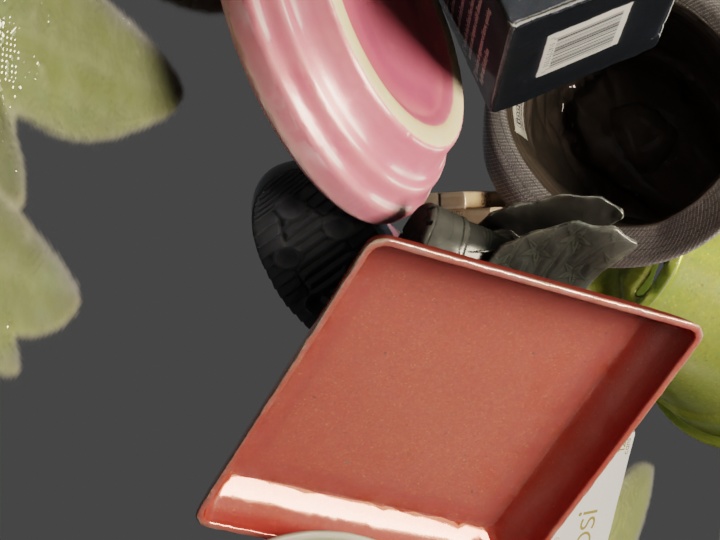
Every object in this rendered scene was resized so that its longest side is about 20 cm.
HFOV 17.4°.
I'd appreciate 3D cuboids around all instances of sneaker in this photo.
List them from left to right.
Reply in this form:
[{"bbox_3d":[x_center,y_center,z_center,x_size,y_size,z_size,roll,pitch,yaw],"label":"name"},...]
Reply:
[{"bbox_3d":[0.000,0.000,1.291,0.200,0.070,0.082,54,18,-37],"label":"sneaker"},{"bbox_3d":[0.053,0.037,1.236,0.060,0.104,0.200,-99,-147,-58],"label":"sneaker"}]

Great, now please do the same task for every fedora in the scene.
[{"bbox_3d":[0.169,-0.079,1.390,0.177,0.200,0.090,-49,150,1],"label":"fedora"}]

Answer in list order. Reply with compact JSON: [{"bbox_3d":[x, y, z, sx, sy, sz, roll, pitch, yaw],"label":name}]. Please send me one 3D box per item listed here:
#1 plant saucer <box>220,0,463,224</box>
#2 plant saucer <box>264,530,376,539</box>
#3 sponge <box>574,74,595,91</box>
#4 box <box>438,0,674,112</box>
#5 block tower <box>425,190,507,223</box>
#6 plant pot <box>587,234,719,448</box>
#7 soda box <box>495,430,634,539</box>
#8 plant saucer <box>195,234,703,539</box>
[{"bbox_3d":[-0.003,-0.125,1.228,0.201,0.051,0.201,46,31,-40],"label":"plant saucer"},{"bbox_3d":[-0.006,0.226,1.170,0.200,0.050,0.201,8,72,-25],"label":"plant saucer"},{"bbox_3d":[0.232,-0.093,1.507,0.112,0.200,0.030,-50,158,-77],"label":"sponge"},{"bbox_3d":[0.080,-0.209,1.241,0.148,0.107,0.200,95,-29,-78],"label":"box"},{"bbox_3d":[0.068,0.053,1.392,0.058,0.054,0.201,-4,91,-57],"label":"block tower"},{"bbox_3d":[0.208,0.000,1.516,0.184,0.200,0.201,21,70,-45],"label":"plant pot"},{"bbox_3d":[0.090,0.167,1.331,0.064,0.068,0.200,-4,116,-37],"label":"soda box"},{"bbox_3d":[0.041,0.068,1.199,0.200,0.200,0.037,14,35,-28],"label":"plant saucer"}]
